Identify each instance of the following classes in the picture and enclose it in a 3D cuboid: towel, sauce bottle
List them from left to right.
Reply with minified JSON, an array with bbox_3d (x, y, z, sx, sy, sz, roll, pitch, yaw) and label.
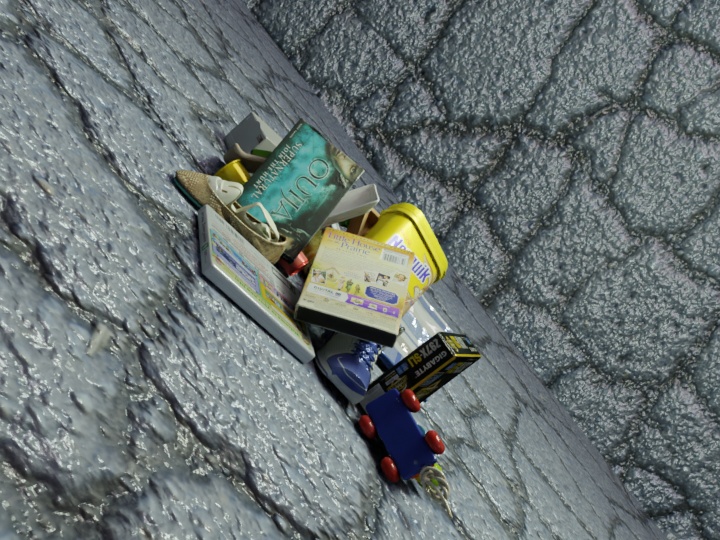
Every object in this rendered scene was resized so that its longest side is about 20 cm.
[{"bbox_3d":[-0.098,-0.057,1.525,0.066,0.066,0.200,38,15,-50],"label":"sauce bottle"},{"bbox_3d":[0.098,0.124,1.558,0.147,0.024,0.200,50,38,-16],"label":"towel"}]

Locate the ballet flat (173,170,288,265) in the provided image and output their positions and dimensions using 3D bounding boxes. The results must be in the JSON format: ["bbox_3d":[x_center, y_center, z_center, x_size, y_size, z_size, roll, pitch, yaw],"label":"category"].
[{"bbox_3d":[-0.182,-0.090,1.279,0.200,0.065,0.071,44,16,-26],"label":"ballet flat"}]

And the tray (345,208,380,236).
[{"bbox_3d":[0.000,0.000,1.472,0.099,0.037,0.200,42,57,-38],"label":"tray"}]

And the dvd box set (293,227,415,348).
[{"bbox_3d":[-0.004,0.019,1.264,0.146,0.029,0.200,16,37,-1],"label":"dvd box set"}]

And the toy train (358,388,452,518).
[{"bbox_3d":[0.082,0.263,1.163,0.200,0.085,0.116,59,0,37],"label":"toy train"}]

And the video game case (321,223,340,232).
[{"bbox_3d":[-0.044,-0.049,1.639,0.182,0.022,0.200,-99,169,-69],"label":"video game case"}]

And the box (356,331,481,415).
[{"bbox_3d":[0.090,0.158,1.308,0.049,0.160,0.200,53,10,16],"label":"box"}]

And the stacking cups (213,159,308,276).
[{"bbox_3d":[-0.159,-0.079,1.393,0.200,0.060,0.061,56,11,3],"label":"stacking cups"}]

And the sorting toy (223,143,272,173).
[{"bbox_3d":[-0.129,-0.174,1.492,0.200,0.037,0.185,17,-3,-14],"label":"sorting toy"}]

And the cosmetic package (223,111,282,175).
[{"bbox_3d":[-0.162,-0.202,1.694,0.200,0.090,0.107,37,16,-40],"label":"cosmetic package"}]

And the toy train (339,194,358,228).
[{"bbox_3d":[-0.025,-0.039,1.519,0.042,0.056,0.200,19,74,-51],"label":"toy train"}]

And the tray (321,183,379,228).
[{"bbox_3d":[-0.064,-0.092,1.463,0.107,0.200,0.022,-99,170,-70],"label":"tray"}]

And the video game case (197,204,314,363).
[{"bbox_3d":[-0.145,0.016,1.195,0.200,0.022,0.182,46,11,-29],"label":"video game case"}]

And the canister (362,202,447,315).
[{"bbox_3d":[0.041,0.005,1.423,0.200,0.086,0.149,-46,116,-37],"label":"canister"}]

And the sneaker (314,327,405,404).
[{"bbox_3d":[0.003,0.100,1.261,0.081,0.115,0.199,47,11,-12],"label":"sneaker"}]

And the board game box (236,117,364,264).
[{"bbox_3d":[-0.101,-0.126,1.376,0.135,0.200,0.028,38,-22,-6],"label":"board game box"}]
